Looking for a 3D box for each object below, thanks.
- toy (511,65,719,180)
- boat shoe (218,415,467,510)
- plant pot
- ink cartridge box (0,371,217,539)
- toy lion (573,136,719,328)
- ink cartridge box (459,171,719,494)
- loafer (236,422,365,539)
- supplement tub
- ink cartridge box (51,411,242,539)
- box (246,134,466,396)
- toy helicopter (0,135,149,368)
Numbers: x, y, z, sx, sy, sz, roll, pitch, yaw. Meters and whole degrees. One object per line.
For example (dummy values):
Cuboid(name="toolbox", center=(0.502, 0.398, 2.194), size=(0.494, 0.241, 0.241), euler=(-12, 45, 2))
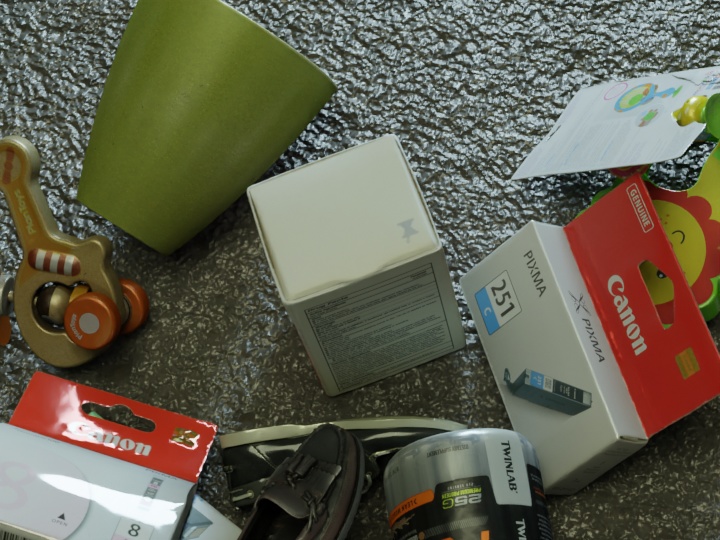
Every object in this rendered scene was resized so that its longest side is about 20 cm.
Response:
Cuboid(name="toy", center=(0.226, -0.108, 1.563), size=(0.115, 0.047, 0.200), euler=(-51, 22, -27))
Cuboid(name="boat shoe", center=(-0.011, 0.151, 1.533), size=(0.199, 0.072, 0.068), euler=(-7, 82, 5))
Cuboid(name="plant pot", center=(-0.150, -0.120, 1.633), size=(0.187, 0.187, 0.200), euler=(31, 89, 21))
Cuboid(name="ink cartridge box", center=(-0.205, 0.148, 1.460), size=(0.162, 0.057, 0.200), euler=(17, 43, 1))
Cuboid(name="toy lion", center=(0.258, -0.038, 1.576), size=(0.191, 0.069, 0.201), euler=(-12, 60, 15))
Cuboid(name="ink cartridge box", center=(0.178, 0.047, 1.504), size=(0.176, 0.045, 0.201), euler=(-40, 57, 34))
Cuboid(name="loafer", center=(-0.057, 0.195, 1.431), size=(0.072, 0.063, 0.200), euler=(0, 55, 41))
Cuboid(name="supplement tub", center=(0.089, 0.230, 1.441), size=(0.122, 0.123, 0.201), euler=(-11, 64, 4))
Cuboid(name="ink cartridge box", center=(-0.191, 0.222, 1.483), size=(0.200, 0.088, 0.145), euler=(37, 43, 21))
Cuboid(name="box", center=(0.000, 0.000, 1.521), size=(0.127, 0.200, 0.109), euler=(-20, 64, -1))
Cuboid(name="toy helicopter", center=(-0.272, -0.014, 1.611), size=(0.132, 0.079, 0.201), euler=(-19, 95, 19))
